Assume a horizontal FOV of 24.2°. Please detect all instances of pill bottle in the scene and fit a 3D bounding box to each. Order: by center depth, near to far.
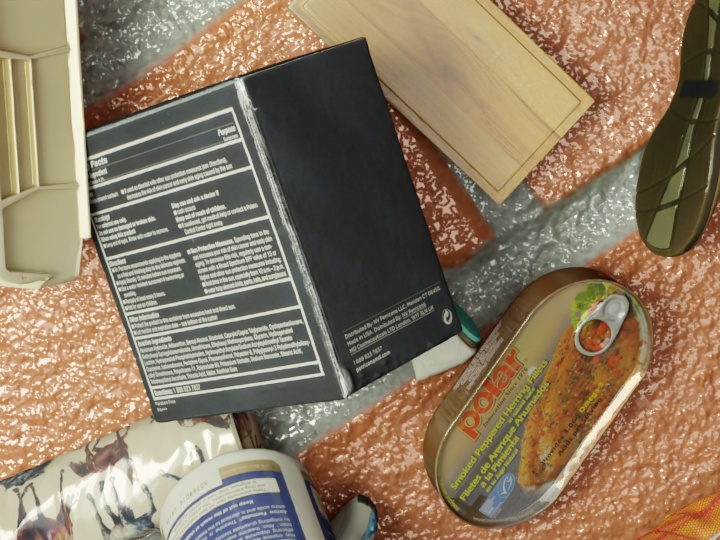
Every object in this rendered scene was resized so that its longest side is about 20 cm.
[{"bbox_3d":[-0.056,0.221,1.073,0.110,0.201,0.112,-12,134,-13],"label":"pill bottle"}]

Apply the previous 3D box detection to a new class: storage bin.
[{"bbox_3d":[-0.281,-0.091,1.074,0.199,0.094,0.200,4,101,30],"label":"storage bin"}]

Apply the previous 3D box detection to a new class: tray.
[{"bbox_3d":[0.055,-0.149,1.154,0.200,0.037,0.099,42,95,-7],"label":"tray"}]

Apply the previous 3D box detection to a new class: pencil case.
[{"bbox_3d":[-0.160,0.155,1.174,0.199,0.078,0.090,-23,86,1],"label":"pencil case"}]

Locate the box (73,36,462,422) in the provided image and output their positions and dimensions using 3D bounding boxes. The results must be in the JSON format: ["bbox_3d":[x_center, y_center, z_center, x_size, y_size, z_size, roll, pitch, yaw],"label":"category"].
[{"bbox_3d":[-0.065,-0.023,1.074,0.123,0.199,0.200,-27,101,-43],"label":"box"}]

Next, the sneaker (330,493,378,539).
[{"bbox_3d":[-0.068,0.231,1.196,0.087,0.075,0.200,39,96,-2],"label":"sneaker"}]

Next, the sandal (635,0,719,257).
[{"bbox_3d":[0.245,-0.105,1.160,0.054,0.082,0.202,12,92,-26],"label":"sandal"}]

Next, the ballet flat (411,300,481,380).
[{"bbox_3d":[0.000,0.000,1.165,0.069,0.069,0.200,-41,102,5],"label":"ballet flat"}]

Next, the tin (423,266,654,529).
[{"bbox_3d":[0.123,0.089,1.179,0.112,0.042,0.201,32,97,-32],"label":"tin"}]

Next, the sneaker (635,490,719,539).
[{"bbox_3d":[0.226,0.211,1.195,0.199,0.077,0.073,-23,100,-12],"label":"sneaker"}]
